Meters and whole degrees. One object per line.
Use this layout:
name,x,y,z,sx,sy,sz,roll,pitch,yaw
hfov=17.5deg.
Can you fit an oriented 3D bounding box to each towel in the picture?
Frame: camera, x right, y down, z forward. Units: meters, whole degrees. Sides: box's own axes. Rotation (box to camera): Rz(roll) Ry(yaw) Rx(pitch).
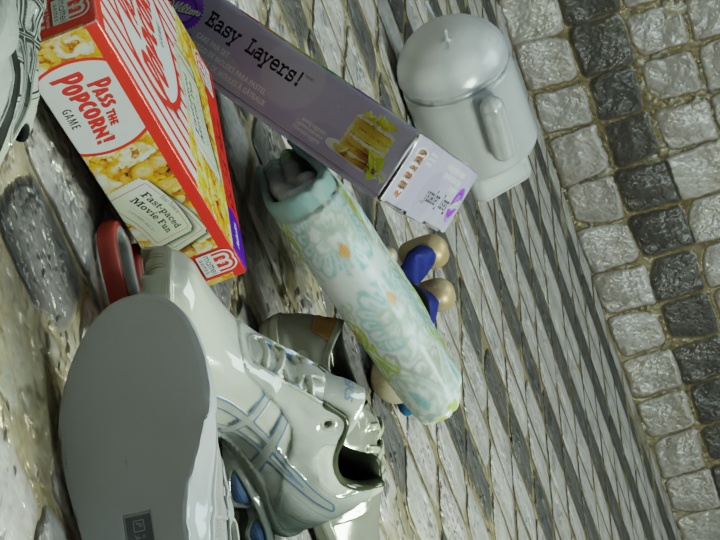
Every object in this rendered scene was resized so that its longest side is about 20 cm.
towel,0.000,0.000,1.502,0.172,0.048,0.200,54,3,-13

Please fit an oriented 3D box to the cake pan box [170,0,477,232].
cake pan box,-0.027,-0.099,1.420,0.184,0.052,0.200,37,4,14

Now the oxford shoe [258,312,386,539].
oxford shoe,-0.010,0.118,1.462,0.075,0.057,0.201,-69,143,-75

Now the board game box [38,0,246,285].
board game box,-0.123,-0.105,1.200,0.200,0.046,0.152,61,12,-49

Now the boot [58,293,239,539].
boot,-0.089,0.118,1.060,0.096,0.073,0.202,62,23,-69

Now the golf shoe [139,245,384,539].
golf shoe,-0.049,0.056,1.182,0.079,0.097,0.201,-95,166,-45

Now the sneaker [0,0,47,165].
sneaker,-0.167,-0.095,0.977,0.200,0.075,0.088,-80,168,-59

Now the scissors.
scissors,-0.101,0.073,1.186,0.073,0.014,0.201,37,40,-77

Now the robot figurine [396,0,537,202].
robot figurine,0.103,-0.166,2.277,0.170,0.113,0.201,41,-22,54

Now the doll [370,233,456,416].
doll,0.035,0.042,1.812,0.200,0.048,0.137,-70,153,-61
